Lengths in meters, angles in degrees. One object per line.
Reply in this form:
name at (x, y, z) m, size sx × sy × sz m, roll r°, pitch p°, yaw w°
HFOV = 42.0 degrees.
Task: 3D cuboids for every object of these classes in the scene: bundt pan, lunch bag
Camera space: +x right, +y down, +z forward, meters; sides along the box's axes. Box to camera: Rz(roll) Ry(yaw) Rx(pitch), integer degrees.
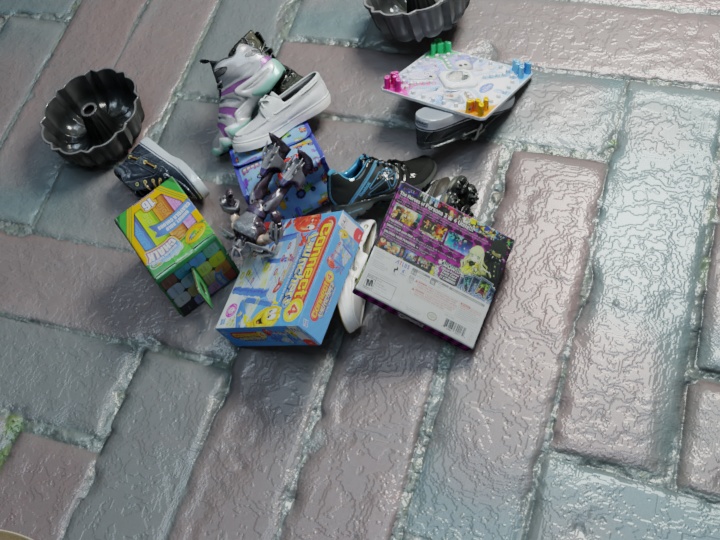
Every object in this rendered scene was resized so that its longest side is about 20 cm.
bundt pan at (0.107, -0.483, 1.687) m, size 0.197 × 0.077 × 0.205 m, roll -12°, pitch 44°, yaw 12°
lunch bag at (-0.137, -0.181, 1.606) m, size 0.148 × 0.095 × 0.201 m, roll -26°, pitch 43°, yaw 0°
bundt pan at (-0.491, -0.276, 1.750) m, size 0.197 × 0.076 × 0.206 m, roll -7°, pitch 58°, yaw 10°

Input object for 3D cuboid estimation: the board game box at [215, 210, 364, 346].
board game box at (-0.109, 0.015, 1.440) m, size 0.193 × 0.056 × 0.203 m, roll -6°, pitch 54°, yaw 44°

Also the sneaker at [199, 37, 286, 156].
sneaker at (-0.236, -0.314, 1.651) m, size 0.139 × 0.078 × 0.201 m, roll 38°, pitch 101°, yaw -1°

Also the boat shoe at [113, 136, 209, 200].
boat shoe at (-0.350, -0.155, 1.650) m, size 0.199 × 0.071 × 0.091 m, roll 33°, pitch 74°, yaw 36°

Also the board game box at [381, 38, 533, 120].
board game box at (0.165, -0.328, 1.585) m, size 0.197 × 0.026 × 0.200 m, roll 21°, pitch 43°, yaw 26°

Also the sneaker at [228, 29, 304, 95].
sneaker at (-0.164, -0.358, 1.691) m, size 0.198 × 0.115 × 0.077 m, roll 32°, pitch 73°, yaw 26°

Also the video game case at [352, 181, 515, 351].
video game case at (0.110, -0.007, 1.389) m, size 0.197 × 0.036 × 0.184 m, roll 26°, pitch 74°, yaw -5°

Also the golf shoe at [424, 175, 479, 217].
golf shoe at (0.107, -0.061, 1.476) m, size 0.093 × 0.078 × 0.202 m, roll 14°, pitch 64°, yaw 46°

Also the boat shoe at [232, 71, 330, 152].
boat shoe at (-0.141, -0.274, 1.609) m, size 0.198 × 0.069 × 0.072 m, roll -31°, pitch 30°, yaw -12°

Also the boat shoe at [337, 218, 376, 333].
boat shoe at (0.000, 0.000, 1.458) m, size 0.068 × 0.071 × 0.204 m, roll -7°, pitch 57°, yaw 12°

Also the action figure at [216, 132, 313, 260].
action figure at (-0.155, -0.105, 1.466) m, size 0.128 × 0.069 × 0.203 m, roll 26°, pitch 81°, yaw 18°

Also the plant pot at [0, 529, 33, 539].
plant pot at (-0.527, 0.460, 1.276) m, size 0.197 × 0.199 × 0.138 m, roll 16°, pitch 100°, yaw 22°

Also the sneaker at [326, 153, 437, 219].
sneaker at (0.036, -0.151, 1.508) m, size 0.197 × 0.084 × 0.073 m, roll -25°, pitch 23°, yaw -21°

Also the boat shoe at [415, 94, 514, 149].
boat shoe at (0.175, -0.248, 1.560) m, size 0.197 × 0.069 × 0.073 m, roll -26°, pitch 42°, yaw -31°

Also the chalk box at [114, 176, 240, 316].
chalk box at (-0.285, -0.025, 1.519) m, size 0.123 × 0.125 × 0.200 m, roll -37°, pitch 59°, yaw -8°
